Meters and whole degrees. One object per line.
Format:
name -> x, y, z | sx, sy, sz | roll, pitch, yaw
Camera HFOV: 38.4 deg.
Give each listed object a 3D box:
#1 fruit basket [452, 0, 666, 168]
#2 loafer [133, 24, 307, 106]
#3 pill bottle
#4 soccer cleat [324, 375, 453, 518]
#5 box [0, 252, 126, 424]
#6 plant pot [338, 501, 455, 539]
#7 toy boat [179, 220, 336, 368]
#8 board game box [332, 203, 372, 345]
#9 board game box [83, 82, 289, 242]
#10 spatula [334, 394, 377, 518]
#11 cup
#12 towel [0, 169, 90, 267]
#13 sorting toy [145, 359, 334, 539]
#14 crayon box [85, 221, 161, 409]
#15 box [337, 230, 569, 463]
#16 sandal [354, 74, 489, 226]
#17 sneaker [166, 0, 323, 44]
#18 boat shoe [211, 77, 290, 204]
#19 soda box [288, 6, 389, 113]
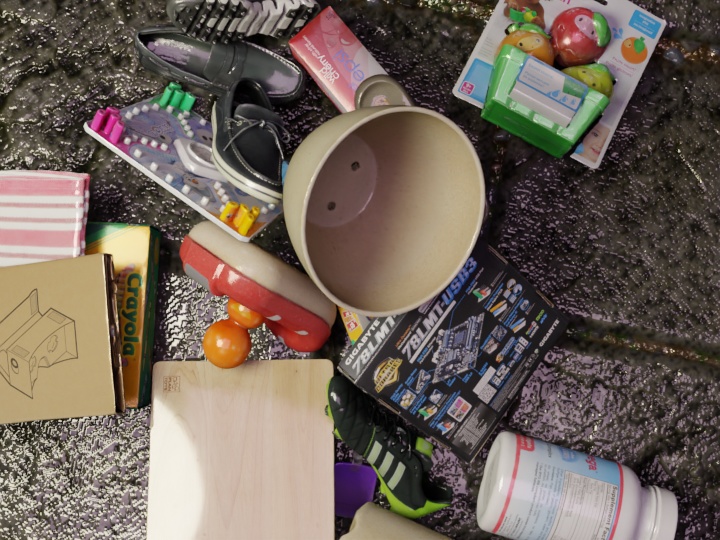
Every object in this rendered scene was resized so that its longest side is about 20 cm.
fruit basket -> 0.225, -0.240, 1.153 | 0.184, 0.094, 0.201 | 29, 84, 1
loafer -> -0.158, -0.231, 1.158 | 0.198, 0.070, 0.069 | 14, 86, 0
pill bottle -> 0.233, 0.252, 1.118 | 0.198, 0.109, 0.110 | 16, 87, 0
soccer cleat -> 0.032, 0.185, 1.109 | 0.080, 0.068, 0.201 | -20, 117, 26
box -> -0.336, 0.075, 1.076 | 0.198, 0.021, 0.166 | -7, 87, 23
plant pot -> 0.051, 0.346, 1.083 | 0.182, 0.200, 0.202 | 30, 87, 12
toy boat -> -0.118, 0.044, 1.086 | 0.130, 0.200, 0.132 | 32, 89, 37
board game box -> 0.000, 0.000, 1.141 | 0.030, 0.095, 0.202 | -20, 89, 40
board game box -> -0.163, -0.123, 1.093 | 0.199, 0.200, 0.026 | 35, 114, 1
spatula -> 0.000, 0.178, 1.162 | 0.056, 0.021, 0.203 | 11, 85, -12
cup -> 0.003, -0.073, 1.016 | 0.198, 0.143, 0.203 | -10, 113, -26
towel -> -0.355, -0.006, 1.115 | 0.145, 0.030, 0.203 | 4, 90, 25
sorting toy -> -0.125, 0.204, 1.125 | 0.196, 0.070, 0.203 | -1, 75, 1
crayon box -> -0.291, 0.049, 1.148 | 0.117, 0.058, 0.203 | 3, 87, 2
box -> 0.105, 0.078, 1.106 | 0.198, 0.050, 0.201 | 37, 88, -33
sandal -> 0.064, -0.121, 1.095 | 0.081, 0.055, 0.201 | -32, 95, -1
sneaker -> -0.136, -0.301, 1.132 | 0.199, 0.066, 0.091 | -13, 67, -42
boat shoe -> -0.114, -0.139, 1.079 | 0.074, 0.201, 0.062 | 23, 118, -29
soda box -> 0.007, -0.194, 1.158 | 0.063, 0.070, 0.200 | -41, 88, 0
